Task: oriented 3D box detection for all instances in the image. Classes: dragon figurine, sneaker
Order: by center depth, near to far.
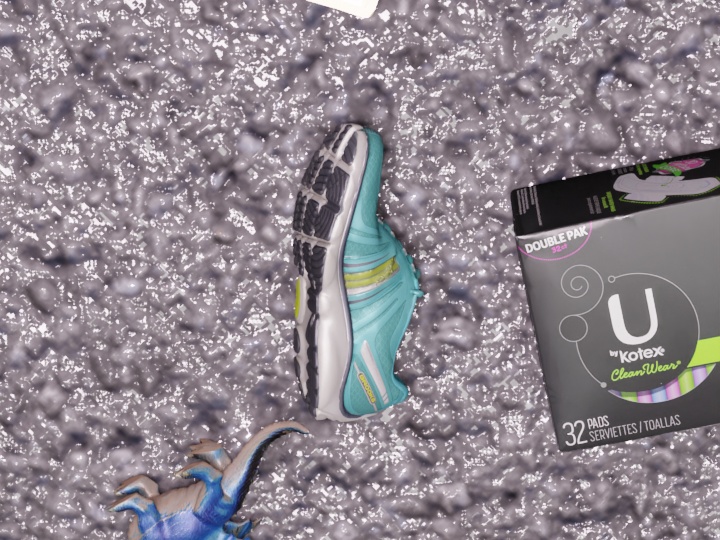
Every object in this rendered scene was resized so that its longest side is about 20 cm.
[{"bbox_3d":[0.000,0.000,1.491,0.080,0.078,0.200,-4,111,-17],"label":"sneaker"},{"bbox_3d":[-0.101,0.171,1.536,0.200,0.059,0.099,-29,103,10],"label":"dragon figurine"}]

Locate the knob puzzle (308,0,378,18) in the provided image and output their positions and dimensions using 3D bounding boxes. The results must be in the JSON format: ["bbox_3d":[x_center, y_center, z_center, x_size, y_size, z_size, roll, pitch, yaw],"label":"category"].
[{"bbox_3d":[-0.060,-0.269,1.428,0.220,0.030,0.220,0,106,2],"label":"knob puzzle"}]

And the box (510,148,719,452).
[{"bbox_3d":[0.206,0.011,1.451,0.200,0.124,0.149,-12,105,6],"label":"box"}]
